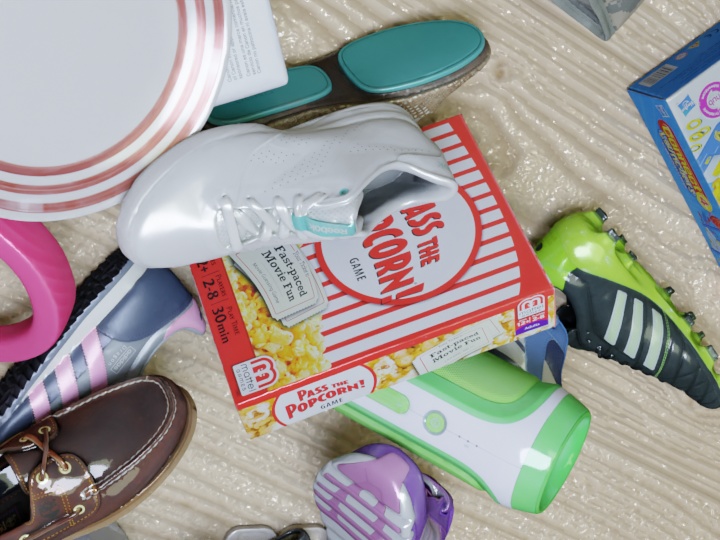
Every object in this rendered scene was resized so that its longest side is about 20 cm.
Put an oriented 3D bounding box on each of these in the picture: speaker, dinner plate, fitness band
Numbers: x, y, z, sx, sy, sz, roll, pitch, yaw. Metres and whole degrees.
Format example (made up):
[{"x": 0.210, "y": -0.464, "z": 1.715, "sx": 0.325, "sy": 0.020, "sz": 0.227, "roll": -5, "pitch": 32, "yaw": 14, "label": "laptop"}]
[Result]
[{"x": 0.043, "y": 0.077, "z": 0.861, "sx": 0.200, "sy": 0.088, "sz": 0.089, "roll": 27, "pitch": 99, "yaw": 20, "label": "speaker"}, {"x": -0.162, "y": -0.122, "z": 0.713, "sx": 0.200, "sy": 0.024, "sz": 0.200, "roll": -16, "pitch": 122, "yaw": -28, "label": "dinner plate"}, {"x": -0.258, "y": -0.015, "z": 0.772, "sx": 0.144, "sy": 0.037, "sz": 0.200, "roll": -29, "pitch": 120, "yaw": 37, "label": "fitness band"}]

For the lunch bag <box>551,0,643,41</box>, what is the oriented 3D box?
[{"x": 0.147, "y": -0.259, "z": 0.789, "sx": 0.164, "sy": 0.118, "sz": 0.200, "roll": -47, "pitch": 156, "yaw": 0, "label": "lunch bag"}]

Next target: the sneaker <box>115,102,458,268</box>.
[{"x": -0.038, "y": -0.041, "z": 0.771, "sx": 0.200, "sy": 0.089, "sz": 0.075, "roll": -21, "pitch": 132, "yaw": -19, "label": "sneaker"}]

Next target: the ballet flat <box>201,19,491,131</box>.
[{"x": -0.011, "y": -0.107, "z": 0.865, "sx": 0.200, "sy": 0.071, "sz": 0.065, "roll": -16, "pitch": 138, "yaw": -10, "label": "ballet flat"}]

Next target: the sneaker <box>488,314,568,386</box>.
[{"x": 0.092, "y": 0.037, "z": 0.931, "sx": 0.082, "sy": 0.074, "sz": 0.200, "roll": -25, "pitch": 107, "yaw": -27, "label": "sneaker"}]

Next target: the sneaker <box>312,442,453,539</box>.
[{"x": 0.024, "y": 0.164, "z": 0.907, "sx": 0.088, "sy": 0.080, "sz": 0.200, "roll": -36, "pitch": 153, "yaw": -24, "label": "sneaker"}]

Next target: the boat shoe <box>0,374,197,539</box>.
[{"x": -0.190, "y": 0.128, "z": 0.798, "sx": 0.200, "sy": 0.070, "sz": 0.070, "roll": -38, "pitch": 148, "yaw": -1, "label": "boat shoe"}]

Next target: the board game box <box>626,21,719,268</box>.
[{"x": 0.323, "y": -0.104, "z": 0.970, "sx": 0.200, "sy": 0.056, "sz": 0.196, "roll": -36, "pitch": 113, "yaw": -5, "label": "board game box"}]

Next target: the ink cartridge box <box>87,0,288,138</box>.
[{"x": -0.160, "y": -0.155, "z": 0.781, "sx": 0.200, "sy": 0.084, "sz": 0.145, "roll": -18, "pitch": 112, "yaw": -13, "label": "ink cartridge box"}]

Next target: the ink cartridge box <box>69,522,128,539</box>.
[{"x": -0.239, "y": 0.233, "z": 0.854, "sx": 0.200, "sy": 0.117, "sz": 0.067, "roll": -36, "pitch": 113, "yaw": -5, "label": "ink cartridge box"}]

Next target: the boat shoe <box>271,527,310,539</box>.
[{"x": -0.101, "y": 0.225, "z": 0.889, "sx": 0.201, "sy": 0.072, "sz": 0.066, "roll": -13, "pitch": 85, "yaw": -47, "label": "boat shoe"}]

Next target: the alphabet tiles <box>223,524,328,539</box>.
[{"x": -0.049, "y": 0.278, "z": 0.987, "sx": 0.200, "sy": 0.015, "sz": 0.196, "roll": 2, "pitch": 106, "yaw": -19, "label": "alphabet tiles"}]

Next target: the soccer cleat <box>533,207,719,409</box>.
[{"x": 0.193, "y": 0.039, "z": 0.974, "sx": 0.081, "sy": 0.068, "sz": 0.200, "roll": -38, "pitch": 114, "yaw": 15, "label": "soccer cleat"}]

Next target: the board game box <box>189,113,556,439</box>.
[{"x": 0.000, "y": 0.000, "z": 0.834, "sx": 0.200, "sy": 0.152, "sz": 0.046, "roll": -20, "pitch": 145, "yaw": -5, "label": "board game box"}]

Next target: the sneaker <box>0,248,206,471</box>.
[{"x": -0.180, "y": 0.081, "z": 0.854, "sx": 0.082, "sy": 0.070, "sz": 0.200, "roll": 41, "pitch": 93, "yaw": -22, "label": "sneaker"}]
